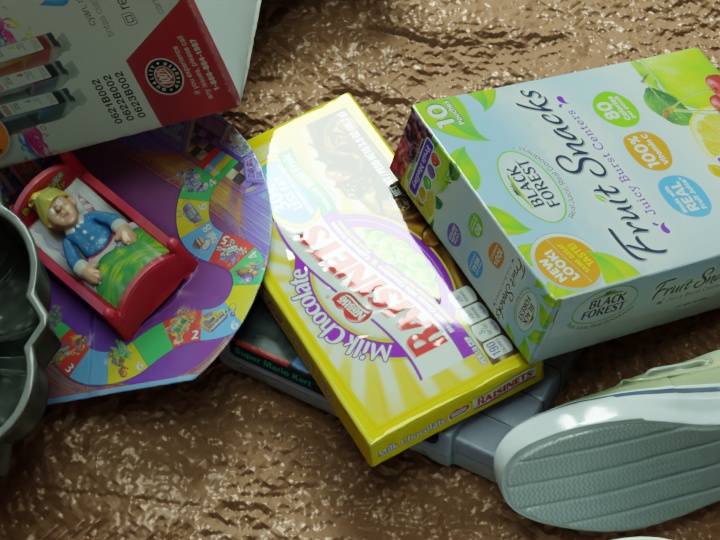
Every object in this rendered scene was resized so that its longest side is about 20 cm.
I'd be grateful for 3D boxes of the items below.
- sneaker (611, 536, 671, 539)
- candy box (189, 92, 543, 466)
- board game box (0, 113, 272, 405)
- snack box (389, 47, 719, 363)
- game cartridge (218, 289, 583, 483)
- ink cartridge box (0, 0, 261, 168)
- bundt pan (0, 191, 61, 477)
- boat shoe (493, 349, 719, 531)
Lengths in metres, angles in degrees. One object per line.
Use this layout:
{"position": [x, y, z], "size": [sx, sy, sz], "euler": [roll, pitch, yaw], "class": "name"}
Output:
{"position": [0.065, 0.177, 0.912], "size": [0.199, 0.116, 0.074], "euler": [-22, 58, -13], "class": "sneaker"}
{"position": [0.000, 0.000, 1.055], "size": [0.102, 0.027, 0.201], "euler": [-27, 58, -13], "class": "candy box"}
{"position": [-0.145, -0.013, 1.059], "size": [0.198, 0.039, 0.159], "euler": [-10, 60, 16], "class": "board game box"}
{"position": [0.135, -0.039, 1.070], "size": [0.199, 0.053, 0.143], "euler": [-14, 52, -31], "class": "snack box"}
{"position": [0.015, 0.022, 1.075], "size": [0.199, 0.039, 0.130], "euler": [23, 54, 16], "class": "game cartridge"}
{"position": [-0.171, -0.156, 1.067], "size": [0.198, 0.146, 0.145], "euler": [-13, 40, 16], "class": "ink cartridge box"}
{"position": [-0.237, 0.039, 1.012], "size": [0.200, 0.076, 0.204], "euler": [-3, 74, 11], "class": "bundt pan"}
{"position": [0.159, 0.079, 1.019], "size": [0.198, 0.073, 0.062], "euler": [-8, 32, -11], "class": "boat shoe"}
